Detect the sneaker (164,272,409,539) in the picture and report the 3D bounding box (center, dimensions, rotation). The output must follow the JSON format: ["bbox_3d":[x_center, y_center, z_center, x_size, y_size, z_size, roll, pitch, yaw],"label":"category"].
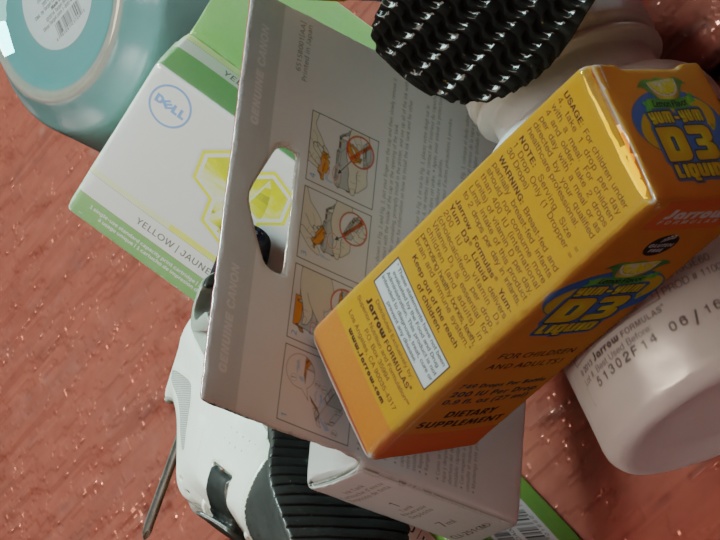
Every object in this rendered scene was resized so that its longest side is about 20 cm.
[{"bbox_3d":[-0.039,0.098,1.266,0.089,0.074,0.200,-60,36,29],"label":"sneaker"}]

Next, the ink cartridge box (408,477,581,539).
[{"bbox_3d":[0.015,0.181,1.314,0.148,0.075,0.201,46,121,36],"label":"ink cartridge box"}]

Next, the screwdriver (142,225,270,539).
[{"bbox_3d":[-0.079,0.059,1.375,0.028,0.029,0.201,39,132,26],"label":"screwdriver"}]

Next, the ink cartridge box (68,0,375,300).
[{"bbox_3d":[-0.034,-0.066,1.330,0.145,0.048,0.200,36,124,0],"label":"ink cartridge box"}]

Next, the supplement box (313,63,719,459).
[{"bbox_3d":[0.066,-0.002,1.096,0.200,0.066,0.069,-47,59,41],"label":"supplement box"}]

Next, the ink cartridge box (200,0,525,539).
[{"bbox_3d":[0.000,0.000,1.209,0.043,0.173,0.201,-26,50,48],"label":"ink cartridge box"}]

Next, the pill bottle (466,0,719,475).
[{"bbox_3d":[0.116,-0.026,1.173,0.114,0.114,0.201,-43,61,38],"label":"pill bottle"}]

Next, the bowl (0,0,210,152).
[{"bbox_3d":[-0.118,-0.142,1.427,0.200,0.105,0.202,2,93,46],"label":"bowl"}]

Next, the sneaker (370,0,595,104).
[{"bbox_3d":[0.081,-0.145,1.118,0.070,0.090,0.200,38,137,-6],"label":"sneaker"}]
